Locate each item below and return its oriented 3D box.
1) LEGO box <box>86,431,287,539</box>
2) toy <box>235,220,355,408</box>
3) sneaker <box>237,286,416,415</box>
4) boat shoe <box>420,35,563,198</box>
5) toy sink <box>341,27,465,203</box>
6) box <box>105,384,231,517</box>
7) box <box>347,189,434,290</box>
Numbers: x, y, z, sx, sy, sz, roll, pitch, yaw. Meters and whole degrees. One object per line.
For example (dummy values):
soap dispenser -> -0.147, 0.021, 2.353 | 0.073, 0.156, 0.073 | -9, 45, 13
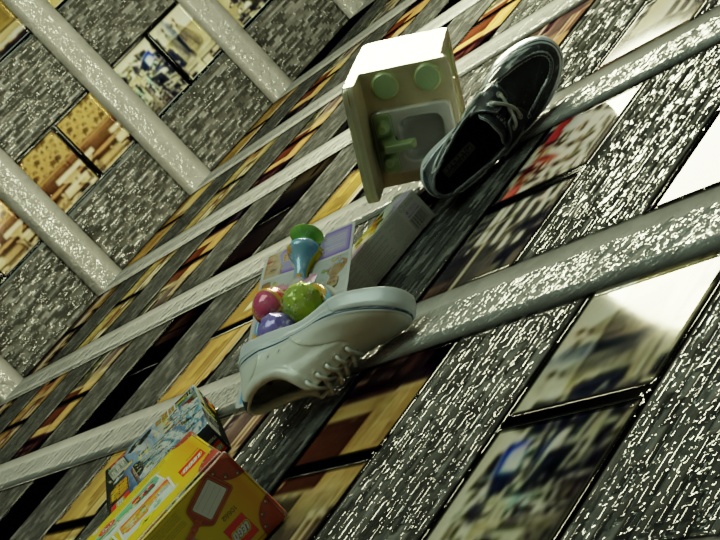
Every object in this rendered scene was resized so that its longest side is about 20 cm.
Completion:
LEGO box -> -0.168, 0.235, 1.262 | 0.200, 0.077, 0.149 | -47, 12, -10
toy -> -0.071, 0.031, 1.512 | 0.114, 0.047, 0.201 | -20, 38, 28
sneaker -> -0.028, 0.078, 1.387 | 0.199, 0.073, 0.071 | -28, 52, 35
boat shoe -> 0.136, -0.153, 1.570 | 0.200, 0.072, 0.068 | -46, 10, 4
toy sink -> 0.057, -0.172, 1.685 | 0.111, 0.132, 0.200 | -10, 19, 11
box -> -0.201, 0.196, 1.594 | 0.137, 0.040, 0.200 | -44, 12, -2
box -> 0.000, 0.000, 1.582 | 0.200, 0.041, 0.039 | -51, 14, -23
